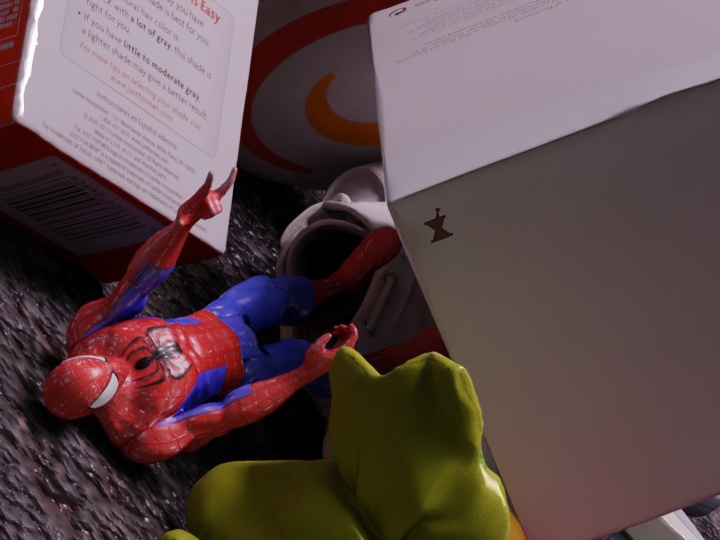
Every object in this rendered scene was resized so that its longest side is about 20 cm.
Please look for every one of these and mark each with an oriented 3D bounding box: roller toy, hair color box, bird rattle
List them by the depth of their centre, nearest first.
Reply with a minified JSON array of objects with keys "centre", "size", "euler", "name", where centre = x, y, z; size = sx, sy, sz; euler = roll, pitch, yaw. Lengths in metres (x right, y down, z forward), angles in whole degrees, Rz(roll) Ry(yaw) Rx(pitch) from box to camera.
[{"centre":[0.038,0.110,0.885],"size":[0.200,0.113,0.163],"euler":[49,9,-13],"name":"bird rattle"},{"centre":[-0.091,-0.111,0.957],"size":[0.111,0.064,0.201],"euler":[34,55,-44],"name":"hair color box"},{"centre":[0.003,-0.134,1.172],"size":[0.200,0.181,0.140],"euler":[67,12,-60],"name":"roller toy"}]

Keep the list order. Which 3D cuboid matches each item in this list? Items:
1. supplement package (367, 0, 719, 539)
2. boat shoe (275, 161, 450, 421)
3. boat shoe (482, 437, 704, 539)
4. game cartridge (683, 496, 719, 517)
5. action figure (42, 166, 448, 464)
[{"centre":[0.116,-0.031,0.978],"size":[0.200,0.190,0.148],"euler":[-94,163,-67],"name":"supplement package"},{"centre":[0.000,0.000,1.098],"size":[0.065,0.073,0.200],"euler":[47,14,-25],"name":"boat shoe"},{"centre":[0.097,0.105,1.156],"size":[0.201,0.070,0.072],"euler":[50,-4,7],"name":"boat shoe"},{"centre":[0.103,0.033,1.373],"size":[0.133,0.041,0.200],"euler":[31,24,-58],"name":"game cartridge"},{"centre":[-0.025,0.012,0.911],"size":[0.200,0.099,0.065],"euler":[-16,71,-53],"name":"action figure"}]
